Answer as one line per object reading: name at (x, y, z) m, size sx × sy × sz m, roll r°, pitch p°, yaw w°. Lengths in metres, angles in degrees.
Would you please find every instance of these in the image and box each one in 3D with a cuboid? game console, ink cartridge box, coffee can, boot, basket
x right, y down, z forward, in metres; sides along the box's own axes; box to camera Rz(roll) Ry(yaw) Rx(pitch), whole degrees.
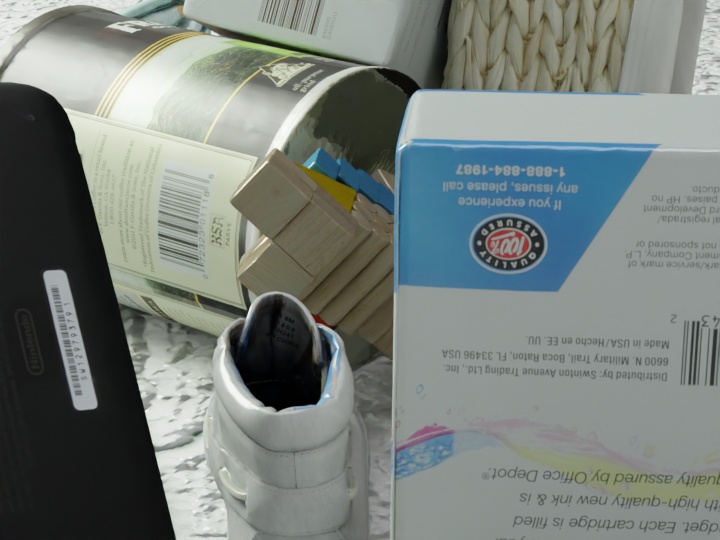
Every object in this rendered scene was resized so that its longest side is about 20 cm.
game console at (-0.173, 0.051, 0.603) m, size 0.175 × 0.201 × 0.116 m, roll -4°, pitch -23°, yaw -33°
ink cartridge box at (0.083, 0.048, 0.598) m, size 0.144 × 0.201 × 0.085 m, roll 2°, pitch 17°, yaw 3°
coffee can at (-0.077, -0.044, 0.914) m, size 0.199 × 0.147 × 0.146 m, roll 16°, pitch 26°, yaw 35°
boot at (-0.027, 0.051, 0.731) m, size 0.073 × 0.096 × 0.200 m, roll -3°, pitch 21°, yaw -8°
basket at (0.114, -0.107, 0.987) m, size 0.123 × 0.201 × 0.136 m, roll 11°, pitch 23°, yaw 14°

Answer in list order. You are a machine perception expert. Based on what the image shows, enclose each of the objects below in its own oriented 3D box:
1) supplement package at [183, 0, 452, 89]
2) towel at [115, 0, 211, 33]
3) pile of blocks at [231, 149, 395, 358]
supplement package at (-0.001, -0.158, 0.985) m, size 0.113 × 0.110 × 0.200 m, roll 16°, pitch 1°, yaw 14°
towel at (-0.208, -0.107, 1.119) m, size 0.171 × 0.048 × 0.200 m, roll -13°, pitch 13°, yaw 44°
pile of blocks at (0.000, 0.000, 0.816) m, size 0.200 × 0.062 × 0.082 m, roll 27°, pitch 25°, yaw -46°
